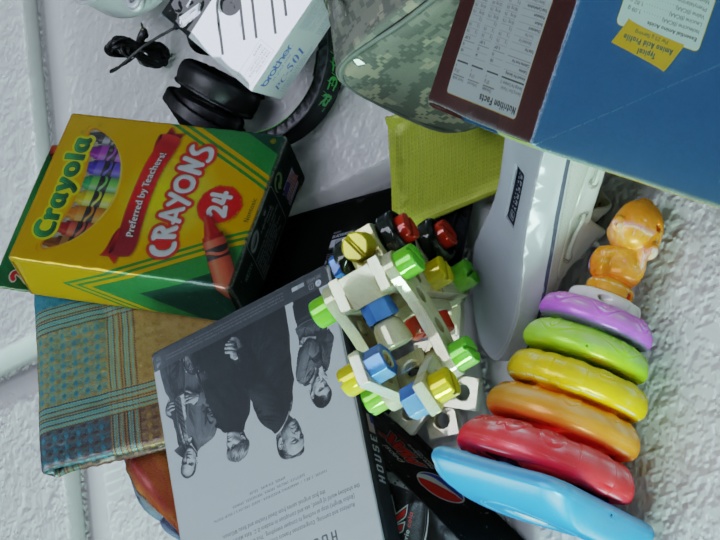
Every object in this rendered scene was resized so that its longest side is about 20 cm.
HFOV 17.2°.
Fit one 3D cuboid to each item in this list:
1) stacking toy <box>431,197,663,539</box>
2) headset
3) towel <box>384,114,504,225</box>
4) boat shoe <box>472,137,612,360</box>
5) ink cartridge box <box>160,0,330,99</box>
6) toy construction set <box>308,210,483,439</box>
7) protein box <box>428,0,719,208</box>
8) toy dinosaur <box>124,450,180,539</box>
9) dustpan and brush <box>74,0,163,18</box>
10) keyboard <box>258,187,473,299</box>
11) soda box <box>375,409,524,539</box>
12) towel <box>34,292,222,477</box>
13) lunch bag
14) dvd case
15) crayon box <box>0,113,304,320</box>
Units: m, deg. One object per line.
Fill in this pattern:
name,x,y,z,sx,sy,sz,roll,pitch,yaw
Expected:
stacking toy,0.131,0.050,1.384,0.109,0.116,0.201,13,79,43
headset,-0.093,-0.148,1.678,0.199,0.094,0.124,8,87,31
towel,0.094,-0.092,1.482,0.200,0.018,0.086,-22,57,37
boat shoe,0.117,-0.031,1.422,0.071,0.069,0.201,-120,32,-50
ink cartridge box,-0.039,-0.223,1.578,0.094,0.044,0.200,40,105,24
toy construction set,0.034,0.036,1.418,0.092,0.200,0.132,-28,76,5
protein box,0.175,-0.146,1.277,0.135,0.198,0.201,32,105,64
toy dinosaur,-0.133,0.105,1.601,0.181,0.200,0.105,45,100,7
dustpan and brush,-0.155,-0.219,1.688,0.140,0.057,0.200,-45,33,16
keyboard,0.000,0.000,1.573,0.200,0.040,0.104,-14,49,44
soda box,0.016,0.140,1.489,0.200,0.071,0.064,42,112,42
towel,-0.151,0.040,1.615,0.146,0.022,0.201,-13,53,8
lunch bag,0.071,-0.201,1.437,0.200,0.139,0.168,-32,50,36
dvd case,-0.055,0.115,1.483,0.150,0.025,0.201,-26,60,27
crayon box,-0.153,-0.038,1.625,0.199,0.051,0.127,6,59,21
